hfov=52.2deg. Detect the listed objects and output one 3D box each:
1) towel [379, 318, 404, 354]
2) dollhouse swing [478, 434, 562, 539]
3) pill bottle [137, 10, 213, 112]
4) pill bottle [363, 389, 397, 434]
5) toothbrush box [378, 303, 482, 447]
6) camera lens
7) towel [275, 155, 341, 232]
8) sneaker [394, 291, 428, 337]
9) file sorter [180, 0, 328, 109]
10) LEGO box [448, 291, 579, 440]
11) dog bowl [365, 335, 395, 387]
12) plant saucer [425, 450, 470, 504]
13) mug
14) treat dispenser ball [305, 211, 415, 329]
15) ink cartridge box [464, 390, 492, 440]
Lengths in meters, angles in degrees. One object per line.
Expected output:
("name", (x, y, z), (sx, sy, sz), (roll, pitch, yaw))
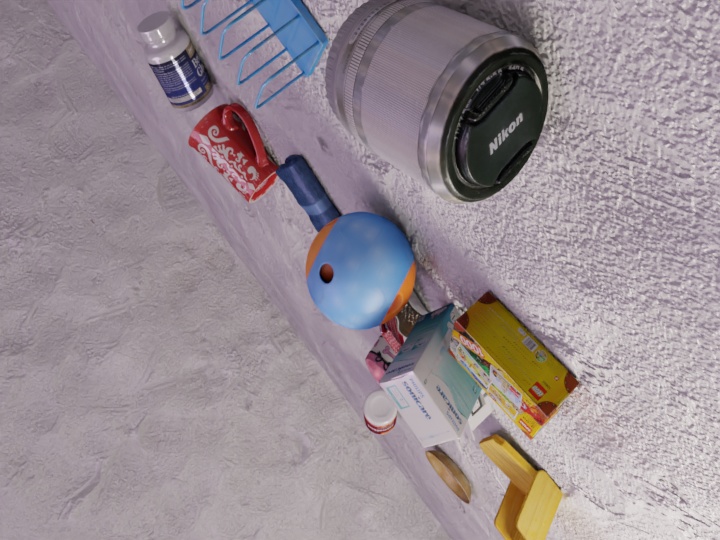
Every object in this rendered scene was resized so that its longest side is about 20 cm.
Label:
("towel", (0.057, 0.088, 1.504), (0.200, 0.022, 0.148), (56, -160, -65))
("dollhouse swing", (0.310, 0.481, 1.575), (0.173, 0.185, 0.200), (29, 164, 4))
("pill bottle", (-0.420, -0.472, 1.660), (0.111, 0.110, 0.202), (37, 160, 42))
("pill bottle", (0.064, 0.466, 2.380), (0.113, 0.112, 0.201), (46, 165, 19))
("toothbrush box", (0.137, 0.182, 1.290), (0.084, 0.201, 0.148), (-25, 107, 38))
("camera lens", (0.075, -0.174, 0.734), (0.199, 0.159, 0.162), (39, 161, 40))
("towel", (-0.102, -0.149, 1.567), (0.202, 0.048, 0.111), (57, 164, -17))
("sneaker", (0.092, 0.061, 1.470), (0.201, 0.071, 0.086), (58, -162, -50))
("file sorter", (-0.163, -0.366, 1.095), (0.202, 0.122, 0.139), (52, 166, -5))
("LEGO box", (0.237, 0.153, 1.171), (0.200, 0.077, 0.150), (47, 164, 20))
("dog bowl", (0.090, 0.272, 1.919), (0.201, 0.073, 0.201), (48, 165, 17))
("plant saucer", (0.275, 0.619, 2.242), (0.201, 0.035, 0.201), (47, 164, 18))
("mug", (-0.286, -0.271, 1.696), (0.201, 0.133, 0.178), (47, 167, 3))
("treat dispenser ball", (0.000, 0.000, 1.296), (0.201, 0.200, 0.202), (46, 165, 16))
("ink cartridge box", (0.203, 0.246, 1.516), (0.115, 0.066, 0.202), (38, 159, 42))
